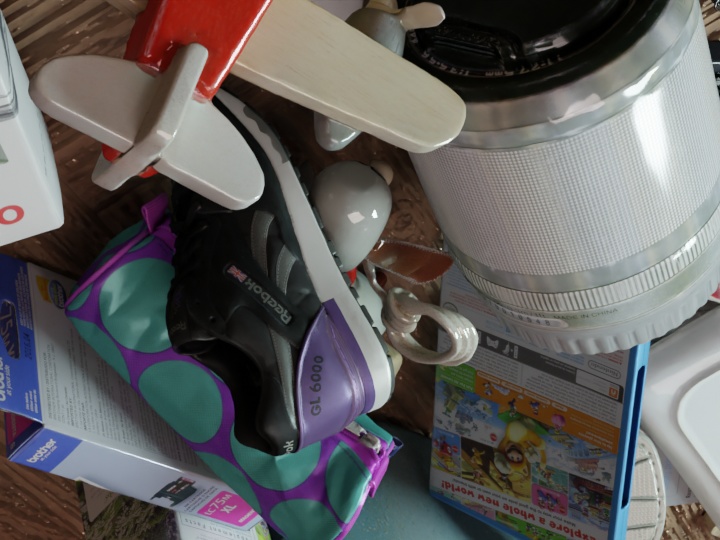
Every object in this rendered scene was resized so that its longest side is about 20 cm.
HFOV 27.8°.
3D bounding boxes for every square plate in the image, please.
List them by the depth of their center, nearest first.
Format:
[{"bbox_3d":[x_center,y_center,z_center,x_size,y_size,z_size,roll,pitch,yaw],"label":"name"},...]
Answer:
[{"bbox_3d":[0.285,0.081,0.922,0.200,0.028,0.198,-32,124,13],"label":"square plate"}]

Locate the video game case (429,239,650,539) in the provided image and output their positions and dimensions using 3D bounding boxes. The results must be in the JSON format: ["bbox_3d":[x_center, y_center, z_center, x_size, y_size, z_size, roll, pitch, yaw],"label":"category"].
[{"bbox_3d":[0.105,0.077,0.888,0.018,0.143,0.201,-24,125,-44],"label":"video game case"}]

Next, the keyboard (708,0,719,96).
[{"bbox_3d":[0.226,-0.119,0.865,0.199,0.021,0.127,-4,134,-20],"label":"keyboard"}]

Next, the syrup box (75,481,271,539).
[{"bbox_3d":[-0.109,0.165,0.875,0.081,0.200,0.079,27,118,-39],"label":"syrup box"}]

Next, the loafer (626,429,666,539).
[{"bbox_3d":[0.157,0.184,0.958,0.072,0.063,0.201,0,110,0],"label":"loafer"}]

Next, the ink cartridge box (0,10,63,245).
[{"bbox_3d":[-0.234,-0.091,0.657,0.145,0.084,0.200,-18,137,-5],"label":"ink cartridge box"}]

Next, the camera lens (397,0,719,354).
[{"bbox_3d":[0.105,-0.074,0.751,0.160,0.160,0.200,-24,133,2],"label":"camera lens"}]

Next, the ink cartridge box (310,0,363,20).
[{"bbox_3d":[-0.042,-0.187,0.677,0.094,0.037,0.200,-8,133,-14],"label":"ink cartridge box"}]

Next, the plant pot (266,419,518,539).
[{"bbox_3d":[-0.018,0.213,0.977,0.196,0.196,0.200,-42,127,19],"label":"plant pot"}]

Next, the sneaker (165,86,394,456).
[{"bbox_3d":[-0.066,-0.003,0.732,0.087,0.200,0.076,-27,173,-31],"label":"sneaker"}]

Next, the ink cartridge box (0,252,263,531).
[{"bbox_3d":[-0.138,0.069,0.827,0.042,0.120,0.200,-40,135,25],"label":"ink cartridge box"}]

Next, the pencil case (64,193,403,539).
[{"bbox_3d":[-0.070,0.059,0.801,0.200,0.085,0.092,45,127,-5],"label":"pencil case"}]

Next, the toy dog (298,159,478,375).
[{"bbox_3d":[0.000,0.000,0.830,0.132,0.096,0.200,43,147,-6],"label":"toy dog"}]

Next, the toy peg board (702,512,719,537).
[{"bbox_3d":[0.432,0.202,1.208,0.199,0.098,0.200,22,121,-37],"label":"toy peg board"}]

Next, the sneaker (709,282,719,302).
[{"bbox_3d":[0.173,-0.012,0.877,0.200,0.105,0.075,-31,144,19],"label":"sneaker"}]

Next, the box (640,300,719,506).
[{"bbox_3d":[0.203,0.088,0.956,0.199,0.041,0.156,-7,126,-5],"label":"box"}]

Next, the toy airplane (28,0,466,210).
[{"bbox_3d":[-0.064,-0.122,0.609,0.199,0.141,0.201,-21,104,-17],"label":"toy airplane"}]
